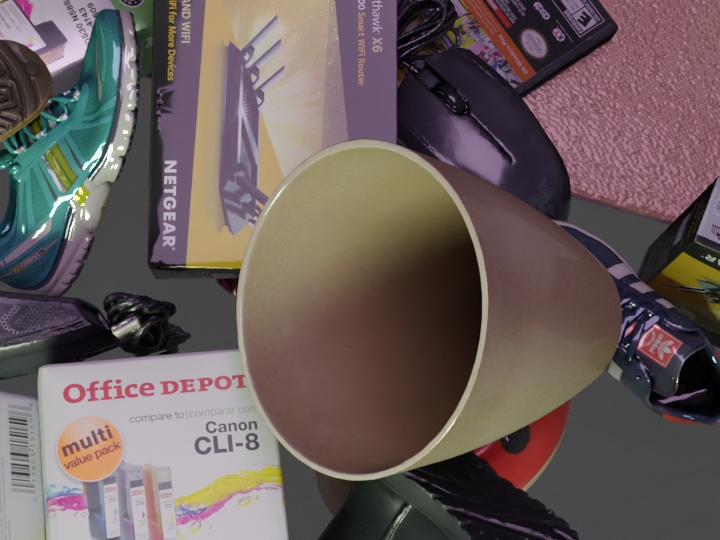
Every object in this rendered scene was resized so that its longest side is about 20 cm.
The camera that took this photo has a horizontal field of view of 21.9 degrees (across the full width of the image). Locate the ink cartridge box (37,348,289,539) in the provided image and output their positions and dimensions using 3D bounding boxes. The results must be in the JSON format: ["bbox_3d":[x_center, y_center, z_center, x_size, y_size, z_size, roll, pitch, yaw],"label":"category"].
[{"bbox_3d":[-0.122,0.161,1.150,0.145,0.145,0.201,-5,74,-10],"label":"ink cartridge box"}]

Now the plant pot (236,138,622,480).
[{"bbox_3d":[0.061,0.027,1.098,0.200,0.187,0.188,5,68,-49],"label":"plant pot"}]

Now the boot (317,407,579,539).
[{"bbox_3d":[0.053,0.203,1.139,0.200,0.169,0.076,41,41,23],"label":"boot"}]

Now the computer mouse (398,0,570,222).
[{"bbox_3d":[0.073,-0.090,1.280,0.200,0.053,0.139,46,74,-8],"label":"computer mouse"}]

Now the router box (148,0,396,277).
[{"bbox_3d":[-0.055,-0.095,1.193,0.156,0.052,0.201,0,82,-2],"label":"router box"}]

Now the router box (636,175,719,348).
[{"bbox_3d":[0.296,0.022,1.248,0.199,0.157,0.052,24,72,0],"label":"router box"}]

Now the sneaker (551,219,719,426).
[{"bbox_3d":[0.177,0.036,1.223,0.200,0.084,0.075,34,91,-24],"label":"sneaker"}]

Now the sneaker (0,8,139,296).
[{"bbox_3d":[-0.195,-0.077,1.203,0.079,0.078,0.201,19,102,-18],"label":"sneaker"}]

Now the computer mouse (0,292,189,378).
[{"bbox_3d":[-0.215,0.045,1.182,0.199,0.139,0.053,4,80,3],"label":"computer mouse"}]

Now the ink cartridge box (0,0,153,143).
[{"bbox_3d":[-0.238,-0.178,1.262,0.199,0.084,0.145,-27,80,-16],"label":"ink cartridge box"}]

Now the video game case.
[{"bbox_3d":[0.058,-0.205,1.347,0.180,0.026,0.200,-34,82,-16],"label":"video game case"}]

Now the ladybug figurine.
[{"bbox_3d":[0.061,0.099,1.234,0.200,0.072,0.136,-37,82,-17],"label":"ladybug figurine"}]

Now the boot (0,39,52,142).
[{"bbox_3d":[-0.279,-0.060,1.162,0.175,0.200,0.066,-25,79,-17],"label":"boot"}]

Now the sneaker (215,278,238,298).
[{"bbox_3d":[0.000,0.000,1.258,0.199,0.075,0.081,0,68,4],"label":"sneaker"}]

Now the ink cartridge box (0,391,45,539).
[{"bbox_3d":[-0.262,0.168,1.122,0.043,0.173,0.201,-16,72,32],"label":"ink cartridge box"}]
